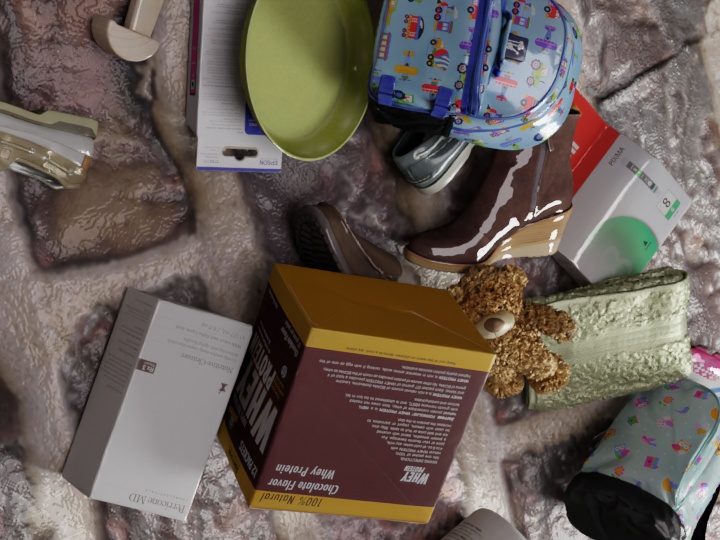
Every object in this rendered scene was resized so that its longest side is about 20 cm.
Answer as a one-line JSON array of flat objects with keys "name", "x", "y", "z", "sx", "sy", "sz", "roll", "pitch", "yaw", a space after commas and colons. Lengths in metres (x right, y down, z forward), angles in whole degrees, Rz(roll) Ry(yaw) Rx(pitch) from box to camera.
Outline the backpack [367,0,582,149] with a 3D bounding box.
[{"name": "backpack", "x": 0.118, "y": -0.214, "z": 1.569, "sx": 0.200, "sy": 0.135, "sz": 0.183, "roll": 15, "pitch": 84, "yaw": 5}]

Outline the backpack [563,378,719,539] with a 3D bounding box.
[{"name": "backpack", "x": 0.341, "y": 0.221, "z": 1.798, "sx": 0.200, "sy": 0.167, "sz": 0.127, "roll": -48, "pitch": 146, "yaw": -30}]

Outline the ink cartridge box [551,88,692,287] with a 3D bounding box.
[{"name": "ink cartridge box", "x": 0.262, "y": -0.082, "z": 1.771, "sx": 0.200, "sy": 0.050, "sz": 0.161, "roll": 45, "pitch": 76, "yaw": -29}]

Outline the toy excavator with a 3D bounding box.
[{"name": "toy excavator", "x": -0.206, "y": -0.318, "z": 1.450, "sx": 0.194, "sy": 0.100, "sz": 0.200, "roll": -49, "pitch": 126, "yaw": -12}]

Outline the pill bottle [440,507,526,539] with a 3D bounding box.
[{"name": "pill bottle", "x": 0.093, "y": 0.359, "z": 1.708, "sx": 0.200, "sy": 0.114, "sz": 0.114, "roll": -37, "pitch": 114, "yaw": -19}]

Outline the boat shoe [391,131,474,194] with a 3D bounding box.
[{"name": "boat shoe", "x": 0.104, "y": -0.175, "z": 1.652, "sx": 0.062, "sy": 0.073, "sz": 0.200, "roll": 37, "pitch": 85, "yaw": -33}]

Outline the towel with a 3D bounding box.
[{"name": "towel", "x": 0.275, "y": 0.079, "z": 1.771, "sx": 0.200, "sy": 0.036, "sz": 0.148, "roll": -12, "pitch": 115, "yaw": -8}]

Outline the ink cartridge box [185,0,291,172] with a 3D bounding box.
[{"name": "ink cartridge box", "x": -0.118, "y": -0.196, "z": 1.545, "sx": 0.095, "sy": 0.037, "sz": 0.200, "roll": 0, "pitch": 96, "yaw": -30}]

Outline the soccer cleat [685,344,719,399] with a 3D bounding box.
[{"name": "soccer cleat", "x": 0.408, "y": 0.142, "z": 1.874, "sx": 0.200, "sy": 0.070, "sz": 0.086, "roll": 26, "pitch": 83, "yaw": -30}]

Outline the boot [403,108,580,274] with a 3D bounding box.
[{"name": "boot", "x": 0.137, "y": -0.088, "z": 1.664, "sx": 0.200, "sy": 0.072, "sz": 0.166, "roll": -9, "pitch": 116, "yaw": -28}]

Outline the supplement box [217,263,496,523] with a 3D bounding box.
[{"name": "supplement box", "x": -0.009, "y": 0.123, "z": 1.559, "sx": 0.197, "sy": 0.133, "sz": 0.200, "roll": 9, "pitch": 114, "yaw": -24}]

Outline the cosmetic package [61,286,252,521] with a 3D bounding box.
[{"name": "cosmetic package", "x": -0.196, "y": 0.128, "z": 1.528, "sx": 0.113, "sy": 0.081, "sz": 0.200, "roll": 18, "pitch": 88, "yaw": -32}]

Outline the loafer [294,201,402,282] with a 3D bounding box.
[{"name": "loafer", "x": 0.000, "y": 0.000, "z": 1.629, "sx": 0.071, "sy": 0.073, "sz": 0.200, "roll": -45, "pitch": 126, "yaw": -20}]

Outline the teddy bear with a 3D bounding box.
[{"name": "teddy bear", "x": 0.155, "y": 0.077, "z": 1.678, "sx": 0.200, "sy": 0.145, "sz": 0.067, "roll": 85, "pitch": 18, "yaw": -53}]

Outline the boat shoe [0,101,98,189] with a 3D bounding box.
[{"name": "boat shoe", "x": -0.330, "y": -0.116, "z": 1.417, "sx": 0.200, "sy": 0.075, "sz": 0.068, "roll": 7, "pitch": 89, "yaw": -31}]

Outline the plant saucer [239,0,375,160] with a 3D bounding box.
[{"name": "plant saucer", "x": -0.056, "y": -0.207, "z": 1.548, "sx": 0.200, "sy": 0.031, "sz": 0.200, "roll": -12, "pitch": 105, "yaw": -51}]
